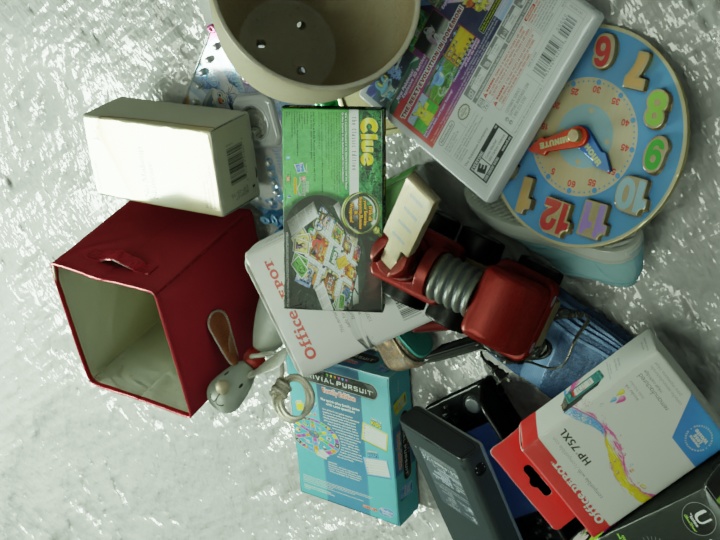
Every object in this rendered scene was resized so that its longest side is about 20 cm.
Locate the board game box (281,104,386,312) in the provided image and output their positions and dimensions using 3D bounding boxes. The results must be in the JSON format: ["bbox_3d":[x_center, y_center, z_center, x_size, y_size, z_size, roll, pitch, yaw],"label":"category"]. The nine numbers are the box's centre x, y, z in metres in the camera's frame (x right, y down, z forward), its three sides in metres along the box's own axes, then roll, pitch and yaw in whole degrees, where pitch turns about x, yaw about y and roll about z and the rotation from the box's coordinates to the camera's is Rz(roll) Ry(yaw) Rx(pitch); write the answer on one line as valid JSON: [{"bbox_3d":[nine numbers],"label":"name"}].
[{"bbox_3d":[-0.026,-0.060,1.264,0.103,0.023,0.204,3,104,11],"label":"board game box"}]

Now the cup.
[{"bbox_3d":[-0.057,-0.240,1.219,0.201,0.199,0.143,53,159,2],"label":"cup"}]

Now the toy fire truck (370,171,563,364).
[{"bbox_3d":[0.087,-0.004,1.159,0.174,0.200,0.130,28,99,19],"label":"toy fire truck"}]

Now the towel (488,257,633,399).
[{"bbox_3d":[0.202,0.081,1.299,0.199,0.048,0.113,35,131,18],"label":"towel"}]

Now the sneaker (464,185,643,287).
[{"bbox_3d":[0.184,-0.033,1.240,0.199,0.074,0.083,29,151,37],"label":"sneaker"}]

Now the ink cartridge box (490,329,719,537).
[{"bbox_3d":[0.231,0.165,1.213,0.199,0.067,0.116,-39,99,14],"label":"ink cartridge box"}]

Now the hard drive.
[{"bbox_3d":[0.120,0.256,1.406,0.139,0.033,0.202,24,142,59],"label":"hard drive"}]

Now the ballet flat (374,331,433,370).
[{"bbox_3d":[0.001,0.029,1.418,0.202,0.068,0.067,57,140,1],"label":"ballet flat"}]

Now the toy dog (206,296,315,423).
[{"bbox_3d":[-0.103,0.063,1.440,0.130,0.203,0.096,11,164,11],"label":"toy dog"}]

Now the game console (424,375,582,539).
[{"bbox_3d":[0.148,0.229,1.372,0.175,0.116,0.202,-30,93,42],"label":"game console"}]

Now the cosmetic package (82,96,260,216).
[{"bbox_3d":[-0.216,-0.132,1.461,0.198,0.073,0.105,9,118,33],"label":"cosmetic package"}]

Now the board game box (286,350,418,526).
[{"bbox_3d":[-0.009,0.188,1.520,0.149,0.047,0.203,13,120,33],"label":"board game box"}]

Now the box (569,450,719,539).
[{"bbox_3d":[0.319,0.255,1.231,0.125,0.148,0.200,54,133,2],"label":"box"}]

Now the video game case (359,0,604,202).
[{"bbox_3d":[0.106,-0.198,1.193,0.182,0.023,0.202,42,118,25],"label":"video game case"}]

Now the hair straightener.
[{"bbox_3d":[0.145,0.073,1.288,0.198,0.041,0.078,-12,104,36],"label":"hair straightener"}]

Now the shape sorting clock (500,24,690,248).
[{"bbox_3d":[0.202,-0.122,1.160,0.198,0.039,0.204,2,93,37],"label":"shape sorting clock"}]

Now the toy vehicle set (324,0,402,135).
[{"bbox_3d":[0.015,-0.237,1.291,0.123,0.026,0.203,-3,111,39],"label":"toy vehicle set"}]

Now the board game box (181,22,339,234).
[{"bbox_3d":[-0.119,-0.165,1.434,0.200,0.026,0.201,42,132,13],"label":"board game box"}]

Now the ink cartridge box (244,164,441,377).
[{"bbox_3d":[0.000,0.000,1.330,0.198,0.084,0.148,-24,98,12],"label":"ink cartridge box"}]

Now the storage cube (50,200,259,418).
[{"bbox_3d":[-0.225,0.033,1.501,0.169,0.180,0.202,13,131,32],"label":"storage cube"}]
